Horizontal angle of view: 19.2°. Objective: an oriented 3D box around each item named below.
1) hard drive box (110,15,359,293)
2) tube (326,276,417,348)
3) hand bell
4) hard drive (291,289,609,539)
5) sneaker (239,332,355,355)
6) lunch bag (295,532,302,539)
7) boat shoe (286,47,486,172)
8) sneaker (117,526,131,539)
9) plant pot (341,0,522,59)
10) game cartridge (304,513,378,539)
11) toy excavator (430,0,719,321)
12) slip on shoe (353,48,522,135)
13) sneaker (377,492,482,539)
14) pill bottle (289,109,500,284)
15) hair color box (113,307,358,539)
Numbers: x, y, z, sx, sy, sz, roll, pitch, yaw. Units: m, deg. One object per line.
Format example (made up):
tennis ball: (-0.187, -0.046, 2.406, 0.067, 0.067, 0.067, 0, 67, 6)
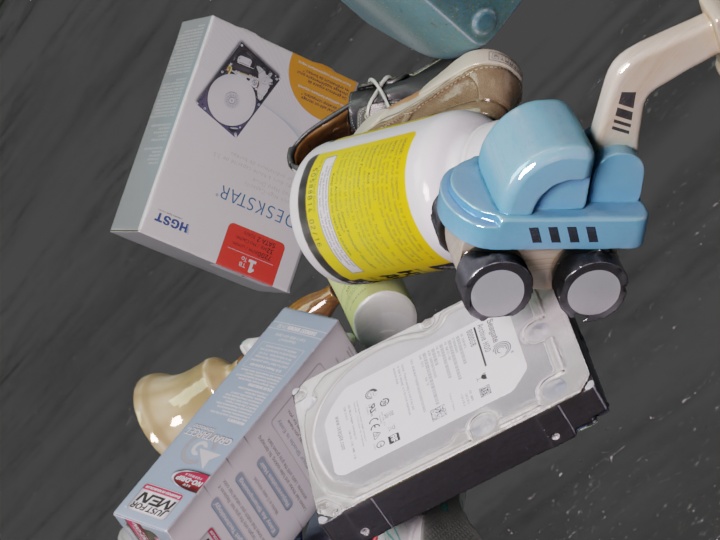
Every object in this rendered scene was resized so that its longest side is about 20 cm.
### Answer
hard drive box: (-0.109, -0.100, 1.871, 0.077, 0.155, 0.201, 3, 74, 63)
tube: (0.000, 0.000, 1.690, 0.200, 0.058, 0.052, -112, 10, -64)
hand bell: (-0.088, 0.077, 1.793, 0.200, 0.104, 0.105, -39, 35, 26)
hard drive: (0.055, 0.086, 1.393, 0.199, 0.038, 0.140, -26, 36, 9)
sneaker: (-0.044, 0.094, 1.658, 0.200, 0.077, 0.092, 165, 99, -80)
lunch bag: (-0.099, 0.268, 1.582, 0.200, 0.082, 0.162, 117, 159, -54)
boat shoe: (0.023, -0.123, 1.708, 0.200, 0.067, 0.072, -34, 36, 37)
sneaker: (-0.142, 0.233, 1.782, 0.099, 0.078, 0.200, -41, 16, -4)
plant pot: (0.053, -0.276, 1.615, 0.196, 0.196, 0.200, -51, 36, 5)
game cartridge: (0.003, 0.167, 1.563, 0.129, 0.038, 0.201, -16, 56, 66)
toy excavator: (0.149, -0.077, 1.348, 0.100, 0.193, 0.201, -107, 19, -53)
slip on shoe: (0.051, -0.093, 1.634, 0.200, 0.076, 0.061, -34, 37, 40)
sneaker: (0.039, 0.156, 1.449, 0.080, 0.070, 0.201, -48, 31, 43)
pill bottle: (0.050, -0.055, 1.532, 0.199, 0.111, 0.112, -11, 60, 48)
hair color box: (-0.072, 0.133, 1.483, 0.060, 0.099, 0.200, 11, 51, 43)
